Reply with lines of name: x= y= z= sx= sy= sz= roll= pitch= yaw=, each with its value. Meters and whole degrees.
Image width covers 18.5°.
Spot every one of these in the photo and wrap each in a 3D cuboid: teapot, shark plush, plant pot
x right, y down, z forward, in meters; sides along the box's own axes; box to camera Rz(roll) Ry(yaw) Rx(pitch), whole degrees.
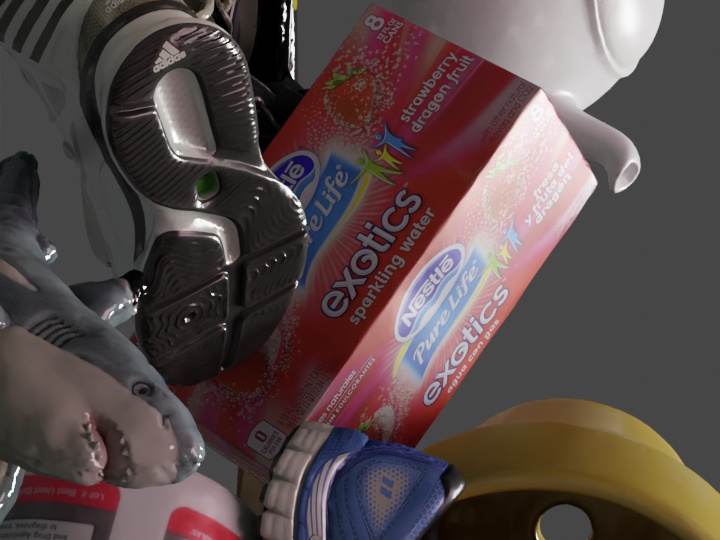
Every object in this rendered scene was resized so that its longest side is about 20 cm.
teapot: x=0.113 y=-0.175 z=1.273 sx=0.197 sy=0.146 sz=0.200 roll=-57 pitch=140 yaw=-53
shark plush: x=-0.109 y=0.023 z=0.771 sx=0.200 sy=0.083 sz=0.091 roll=-122 pitch=-157 yaw=-68
plant pot: x=0.082 y=0.145 z=0.954 sx=0.189 sy=0.200 sz=0.201 roll=-63 pitch=148 yaw=-71

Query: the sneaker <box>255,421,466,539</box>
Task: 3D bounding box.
sneaker: x=0.006 y=0.159 z=0.830 sx=0.079 sy=0.089 sz=0.200 roll=-47 pitch=142 yaw=-71

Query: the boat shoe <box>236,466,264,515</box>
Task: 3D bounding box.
boat shoe: x=-0.016 y=0.051 z=1.059 sx=0.072 sy=0.072 sz=0.200 roll=15 pitch=76 yaw=-67

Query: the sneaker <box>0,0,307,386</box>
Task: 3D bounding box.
sneaker: x=-0.084 y=-0.050 z=0.854 sx=0.076 sy=0.115 sz=0.201 roll=-28 pitch=143 yaw=-18

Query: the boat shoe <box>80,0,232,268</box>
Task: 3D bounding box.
boat shoe: x=-0.082 y=-0.098 z=0.908 sx=0.071 sy=0.064 sz=0.200 roll=-38 pitch=125 yaw=-62

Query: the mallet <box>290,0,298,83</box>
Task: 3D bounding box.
mallet: x=-0.042 y=-0.158 z=1.046 sx=0.066 sy=0.041 sz=0.200 roll=-17 pitch=110 yaw=-66

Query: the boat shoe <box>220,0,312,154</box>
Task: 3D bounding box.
boat shoe: x=-0.050 y=-0.086 z=0.982 sx=0.074 sy=0.066 sz=0.200 roll=6 pitch=85 yaw=-69

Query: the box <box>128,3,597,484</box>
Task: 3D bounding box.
box: x=0.000 y=0.000 z=0.961 sx=0.200 sy=0.100 sz=0.095 roll=-54 pitch=148 yaw=-8

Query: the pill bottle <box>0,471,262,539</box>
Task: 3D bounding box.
pill bottle: x=-0.107 y=0.172 z=0.792 sx=0.111 sy=0.111 sz=0.200 roll=58 pitch=39 yaw=-52
